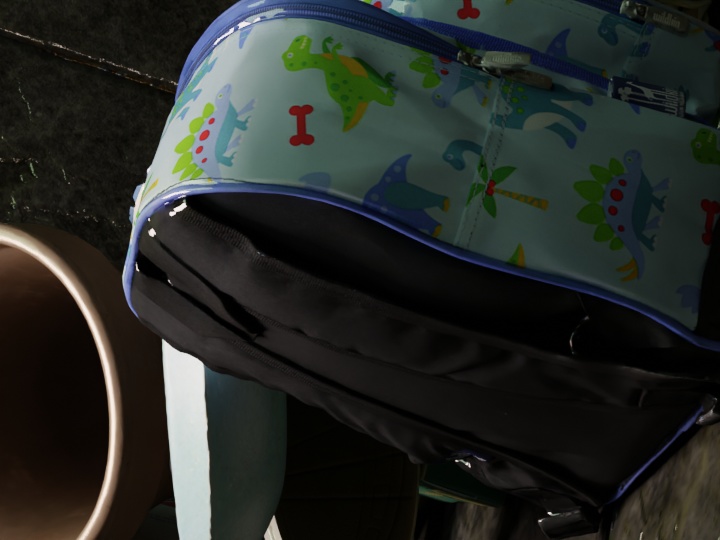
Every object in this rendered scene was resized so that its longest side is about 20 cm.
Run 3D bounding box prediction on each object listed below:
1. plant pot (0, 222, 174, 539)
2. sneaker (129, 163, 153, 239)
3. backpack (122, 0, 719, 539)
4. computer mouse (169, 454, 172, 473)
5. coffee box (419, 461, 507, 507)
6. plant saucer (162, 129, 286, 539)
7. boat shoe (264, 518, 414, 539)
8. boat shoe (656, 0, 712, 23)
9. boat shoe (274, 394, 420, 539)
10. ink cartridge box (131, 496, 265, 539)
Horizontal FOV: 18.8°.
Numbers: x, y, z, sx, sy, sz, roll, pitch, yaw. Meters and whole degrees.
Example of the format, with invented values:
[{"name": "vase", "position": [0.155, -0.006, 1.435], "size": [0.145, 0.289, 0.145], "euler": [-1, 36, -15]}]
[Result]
[{"name": "plant pot", "position": [-0.157, 0.069, 1.247], "size": [0.174, 0.200, 0.201], "euler": [-8, -57, -56]}, {"name": "sneaker", "position": [-0.050, -0.042, 1.143], "size": [0.200, 0.077, 0.086], "euler": [-47, 60, 34]}, {"name": "backpack", "position": [0.026, -0.020, 0.749], "size": [0.183, 0.199, 0.148], "euler": [122, 164, -63]}, {"name": "computer mouse", "position": [-0.035, 0.028, 1.052], "size": [0.200, 0.046, 0.141], "euler": [-33, 42, 36]}, {"name": "coffee box", "position": [0.060, 0.008, 1.005], "size": [0.123, 0.044, 0.202], "euler": [165, 122, -79]}, {"name": "plant saucer", "position": [-0.056, 0.040, 0.893], "size": [0.201, 0.038, 0.203], "euler": [177, 90, -81]}, {"name": "boat shoe", "position": [-0.021, 0.083, 1.099], "size": [0.074, 0.060, 0.201], "euler": [-50, 40, 25]}, {"name": "boat shoe", "position": [0.099, -0.082, 0.863], "size": [0.063, 0.073, 0.202], "euler": [-94, 19, -51]}, {"name": "boat shoe", "position": [-0.006, 0.047, 0.963], "size": [0.066, 0.071, 0.203], "euler": [25, -126, -71]}, {"name": "ink cartridge box", "position": [-0.097, 0.205, 1.283], "size": [0.200, 0.145, 0.083], "euler": [-100, 28, -74]}]
